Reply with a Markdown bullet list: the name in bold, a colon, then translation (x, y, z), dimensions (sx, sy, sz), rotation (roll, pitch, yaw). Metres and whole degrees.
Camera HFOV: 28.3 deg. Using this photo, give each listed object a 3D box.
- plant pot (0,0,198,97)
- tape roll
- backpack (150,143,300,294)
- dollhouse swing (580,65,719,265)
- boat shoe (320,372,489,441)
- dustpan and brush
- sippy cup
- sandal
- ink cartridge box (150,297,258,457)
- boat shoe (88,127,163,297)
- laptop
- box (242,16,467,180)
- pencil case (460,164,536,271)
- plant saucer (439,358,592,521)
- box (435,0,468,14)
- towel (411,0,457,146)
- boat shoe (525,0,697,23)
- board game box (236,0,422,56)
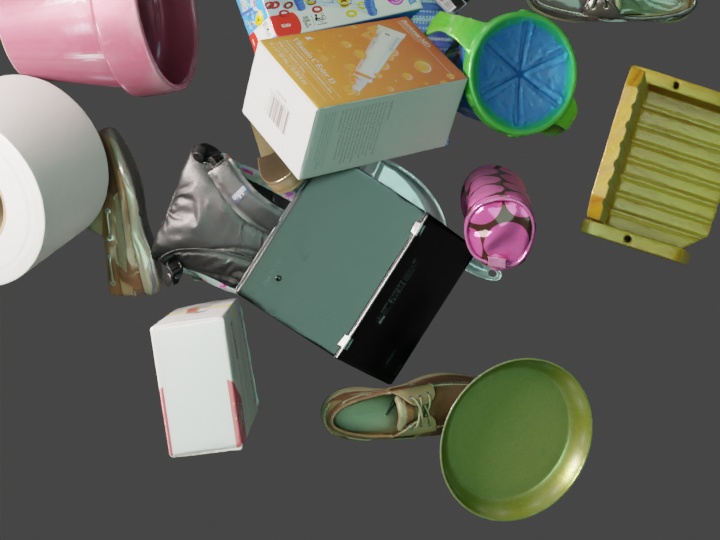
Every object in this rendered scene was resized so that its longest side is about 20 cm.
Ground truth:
- **plant pot**: translation (-0.296, -0.288, 1.586), dimensions (0.178, 0.200, 0.201), rotation (-5, 94, 13)
- **tape roll**: translation (-0.397, -0.100, 1.570), dimensions (0.202, 0.139, 0.203), rotation (9, 117, 18)
- **backpack**: translation (-0.119, -0.046, 1.630), dimensions (0.199, 0.127, 0.167), rotation (23, 109, -2)
- **dollhouse swing**: translation (0.348, -0.120, 1.620), dimensions (0.181, 0.176, 0.201), rotation (17, 92, -3)
- **boat shoe**: translation (0.054, 0.168, 1.678), dimensions (0.199, 0.074, 0.076), rotation (-9, 94, -1)
- **dustpan and brush**: translation (0.072, -0.035, 1.672), dimensions (0.199, 0.057, 0.140), rotation (24, 93, -4)
- **sippy cup**: translation (0.156, -0.222, 1.619), dimensions (0.139, 0.130, 0.178), rotation (-23, 104, -18)
- **sandal**: translation (-0.076, -0.149, 1.624), dimensions (0.077, 0.212, 0.070), rotation (-24, 131, 19)
- **ink cartridge box**: translation (-0.172, 0.117, 1.604), dimensions (0.083, 0.200, 0.146), rotation (-9, 94, 1)
- **boat shoe**: translation (-0.284, -0.064, 1.651), dimensions (0.072, 0.076, 0.201), rotation (-13, 92, 1)
- **laptop**: translation (0.000, 0.000, 1.597), dimensions (0.116, 0.200, 0.188), rotation (34, 92, 35)
- **box**: translation (-0.006, -0.189, 1.544), dimensions (0.199, 0.098, 0.124), rotation (-16, 51, -33)
- **pencil case**: translation (0.154, -0.058, 1.604), dimensions (0.090, 0.200, 0.094), rotation (16, 103, 1)
- **plant saucer**: translation (0.179, 0.196, 1.682), dimensions (0.199, 0.031, 0.201), rotation (-5, 104, -20)
- **box**: translation (0.077, -0.405, 1.617), dimensions (0.200, 0.040, 0.137), rotation (44, 60, -11)
- **towel**: translation (0.040, -0.247, 1.675), dimensions (0.144, 0.024, 0.201), rotation (3, 94, -2)
- **boat shoe**: translation (0.294, -0.323, 1.658), dimensions (0.200, 0.066, 0.072), rotation (5, 94, -3)
- **board game box**: translation (-0.054, -0.355, 1.590), dimensions (0.199, 0.056, 0.197), rotation (-18, 85, -30)
